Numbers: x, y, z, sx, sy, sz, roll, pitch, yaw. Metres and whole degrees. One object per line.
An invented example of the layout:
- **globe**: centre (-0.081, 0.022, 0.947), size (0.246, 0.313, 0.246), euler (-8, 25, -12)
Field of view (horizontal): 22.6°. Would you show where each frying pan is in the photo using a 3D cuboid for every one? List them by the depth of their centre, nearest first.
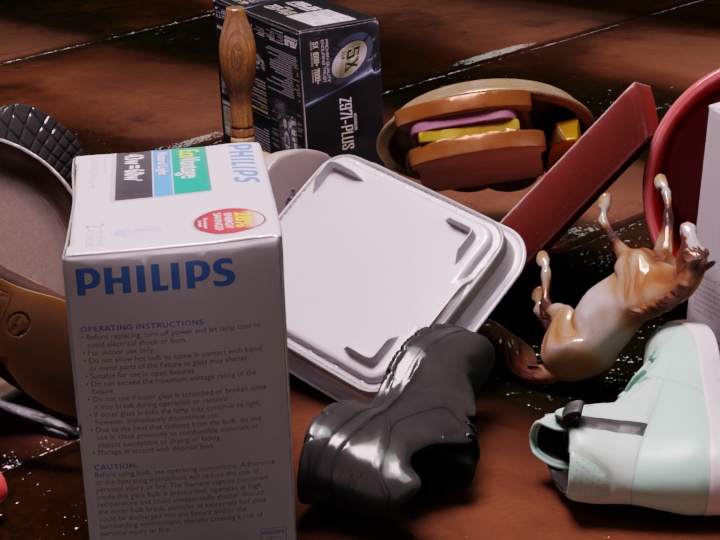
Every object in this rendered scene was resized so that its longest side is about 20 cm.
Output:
- **frying pan**: centre (-0.277, 0.065, 1.177), size (0.189, 0.115, 0.031), euler (-2, 49, 33)

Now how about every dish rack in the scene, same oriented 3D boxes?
- **dish rack**: centre (0.000, 0.000, 1.269), size (0.199, 0.044, 0.172), euler (28, 71, 38)

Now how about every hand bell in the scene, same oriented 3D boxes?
- **hand bell**: centre (-0.102, -0.128, 1.558), size (0.103, 0.202, 0.104), euler (-2, 20, 1)

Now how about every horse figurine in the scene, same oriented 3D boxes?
- **horse figurine**: centre (0.163, 0.019, 1.237), size (0.050, 0.200, 0.133), euler (30, 32, -30)

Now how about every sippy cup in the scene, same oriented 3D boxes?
- **sippy cup**: centre (-0.281, -0.017, 1.377), size (0.139, 0.178, 0.130), euler (-34, -6, 2)

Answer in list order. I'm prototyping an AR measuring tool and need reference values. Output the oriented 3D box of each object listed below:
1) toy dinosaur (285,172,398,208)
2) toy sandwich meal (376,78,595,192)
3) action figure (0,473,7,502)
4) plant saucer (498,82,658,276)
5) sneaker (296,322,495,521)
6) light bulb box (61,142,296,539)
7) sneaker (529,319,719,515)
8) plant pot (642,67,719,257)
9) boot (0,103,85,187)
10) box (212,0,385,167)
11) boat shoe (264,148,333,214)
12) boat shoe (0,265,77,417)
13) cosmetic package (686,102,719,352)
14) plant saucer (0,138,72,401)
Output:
- **toy dinosaur**: centre (-0.014, -0.024, 1.444), size (0.198, 0.106, 0.181), euler (-8, -4, 22)
- **toy sandwich meal**: centre (0.106, -0.095, 1.489), size (0.203, 0.071, 0.205), euler (-3, -21, -1)
- **action figure**: centre (-0.295, 0.094, 1.143), size (0.199, 0.100, 0.065), euler (16, 28, 36)
- **plant saucer**: centre (0.157, -0.057, 1.370), size (0.037, 0.200, 0.200), euler (44, 12, 6)
- **sneaker**: centre (0.042, 0.101, 1.128), size (0.090, 0.076, 0.200), euler (19, 35, 25)
- **light bulb box**: centre (-0.108, 0.047, 1.085), size (0.124, 0.202, 0.198), euler (-5, 20, -6)
- **sneaker**: centre (0.165, 0.082, 1.130), size (0.117, 0.074, 0.201), euler (3, 23, 2)
- **plant pot**: centre (0.305, -0.067, 1.381), size (0.199, 0.202, 0.177), euler (-2, 9, 3)
- **boot**: centre (-0.278, -0.076, 1.523), size (0.130, 0.200, 0.068), euler (15, 69, 39)
- **box**: centre (-0.060, -0.173, 1.729), size (0.086, 0.165, 0.200), euler (-12, 21, -25)
- **boat shoe**: centre (-0.042, -0.060, 1.513), size (0.092, 0.075, 0.199), euler (8, -4, 40)
- **boat shoe**: centre (-0.240, 0.032, 1.213), size (0.200, 0.071, 0.070), euler (38, -7, -32)
- **cosmetic package**: centre (0.285, -0.015, 1.194), size (0.107, 0.202, 0.085), euler (-15, 29, -34)
- **plant saucer**: centre (-0.285, 0.003, 1.285), size (0.198, 0.202, 0.032), euler (-2, -11, 2)
